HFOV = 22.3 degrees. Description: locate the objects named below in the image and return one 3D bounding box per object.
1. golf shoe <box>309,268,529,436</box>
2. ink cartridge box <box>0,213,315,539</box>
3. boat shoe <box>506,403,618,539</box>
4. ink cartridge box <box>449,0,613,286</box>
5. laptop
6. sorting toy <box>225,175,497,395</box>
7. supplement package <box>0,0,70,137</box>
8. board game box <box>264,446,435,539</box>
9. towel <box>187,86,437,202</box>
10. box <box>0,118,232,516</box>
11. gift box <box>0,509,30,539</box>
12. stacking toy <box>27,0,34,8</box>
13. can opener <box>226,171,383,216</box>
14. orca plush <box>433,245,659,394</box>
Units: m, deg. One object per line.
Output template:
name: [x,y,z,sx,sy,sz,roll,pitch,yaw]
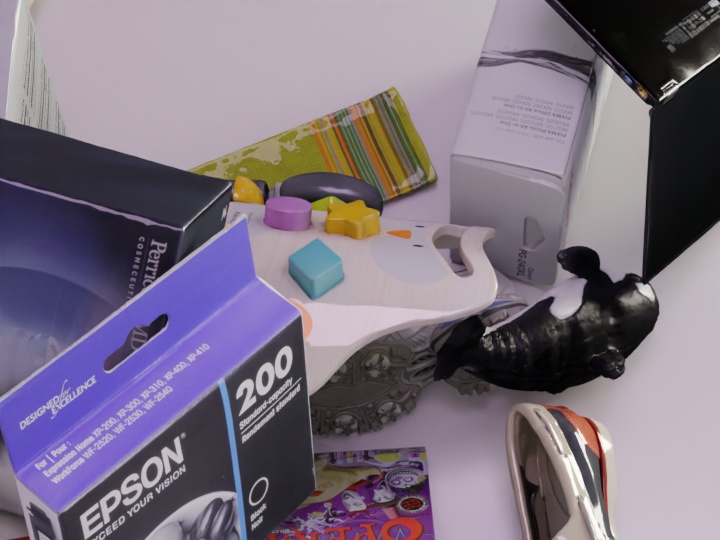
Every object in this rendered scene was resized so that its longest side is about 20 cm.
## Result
golf shoe: [0.018,0.049,1.257,0.198,0.079,0.098,-13,41,-8]
ink cartridge box: [-0.104,0.101,1.018,0.043,0.201,0.198,22,46,32]
boat shoe: [0.131,0.177,1.156,0.062,0.071,0.201,20,51,-34]
ink cartridge box: [0.124,-0.114,1.285,0.083,0.146,0.201,13,62,10]
laptop: [0.199,-0.131,1.251,0.200,0.116,0.187,46,45,9]
sorting toy: [0.000,0.000,1.188,0.178,0.108,0.200,-3,20,4]
supplement package: [-0.309,-0.077,1.248,0.189,0.200,0.148,-1,61,2]
board game box: [-0.052,0.159,1.176,0.198,0.033,0.120,-4,30,-1]
towel: [-0.048,-0.066,1.338,0.199,0.018,0.086,-22,62,-9]
box: [-0.199,0.026,1.078,0.197,0.123,0.202,15,107,5]
gift box: [-0.275,0.243,1.070,0.184,0.200,0.188,1,54,-47]
stacking toy: [-0.321,-0.270,1.352,0.145,0.200,0.147,0,61,1]
can opener: [-0.082,-0.048,1.290,0.198,0.067,0.053,-2,50,5]
orca plush: [0.142,0.042,1.199,0.071,0.199,0.106,26,103,40]
